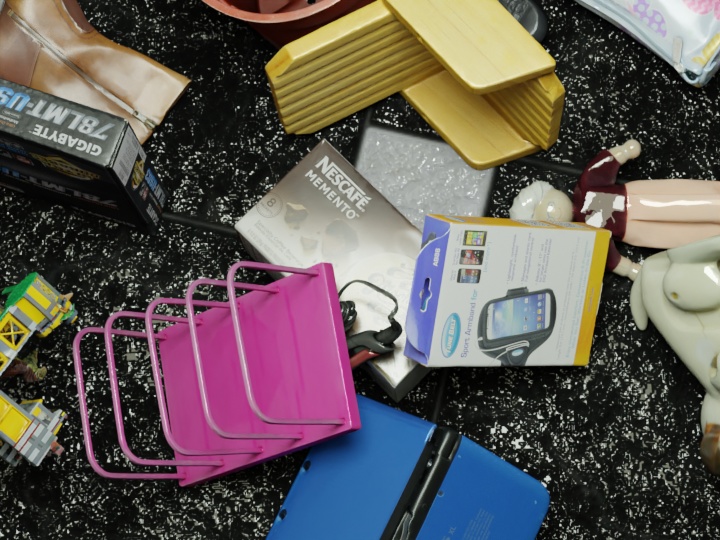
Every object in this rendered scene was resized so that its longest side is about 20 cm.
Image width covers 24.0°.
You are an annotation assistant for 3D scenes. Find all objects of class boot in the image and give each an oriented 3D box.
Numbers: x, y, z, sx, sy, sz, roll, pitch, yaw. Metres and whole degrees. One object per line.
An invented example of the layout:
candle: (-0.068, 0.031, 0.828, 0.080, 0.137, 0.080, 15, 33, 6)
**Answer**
boot: (-0.240, -0.220, 1.521, 0.199, 0.068, 0.189, 32, 80, -1)

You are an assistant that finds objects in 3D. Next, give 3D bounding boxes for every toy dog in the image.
toy dog: (0.308, 0.070, 1.388, 0.193, 0.139, 0.201, -20, 86, 38)

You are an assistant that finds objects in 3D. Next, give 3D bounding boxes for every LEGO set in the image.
LEGO set: (-0.291, 0.093, 1.418, 0.116, 0.199, 0.154, 43, 56, -20)

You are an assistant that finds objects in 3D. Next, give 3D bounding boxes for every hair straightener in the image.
hair straightener: (-0.042, 0.063, 1.405, 0.200, 0.041, 0.077, -32, 89, 38)

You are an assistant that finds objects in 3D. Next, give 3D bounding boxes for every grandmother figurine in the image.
grandmother figurine: (0.229, -0.053, 1.472, 0.198, 0.061, 0.122, -1, 79, 3)

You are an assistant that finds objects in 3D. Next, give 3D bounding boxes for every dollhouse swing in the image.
dollhouse swing: (0.046, -0.139, 1.433, 0.176, 0.200, 0.182, -40, 76, -8)

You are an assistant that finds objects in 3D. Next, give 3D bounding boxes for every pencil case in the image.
pencil case: (0.250, -0.248, 1.511, 0.200, 0.083, 0.091, 38, 79, 12)

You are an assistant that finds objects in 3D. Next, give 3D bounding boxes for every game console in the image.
game console: (0.030, 0.227, 1.390, 0.170, 0.118, 0.201, 32, 77, -21)

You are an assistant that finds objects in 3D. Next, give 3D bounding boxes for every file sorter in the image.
file sorter: (-0.123, 0.084, 1.373, 0.199, 0.125, 0.140, -22, 71, 36)

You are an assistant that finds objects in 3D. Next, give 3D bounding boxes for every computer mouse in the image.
computer mouse: (0.084, -0.257, 1.555, 0.199, 0.034, 0.059, 33, 94, 16)

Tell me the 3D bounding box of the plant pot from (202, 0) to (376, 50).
plant pot: (-0.045, -0.278, 1.470, 0.199, 0.195, 0.202, -3, 78, 12)

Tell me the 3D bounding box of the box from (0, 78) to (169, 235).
box: (-0.276, -0.104, 1.445, 0.199, 0.199, 0.050, 18, 75, 8)

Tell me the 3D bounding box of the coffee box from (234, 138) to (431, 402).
coffee box: (0.000, 0.000, 1.461, 0.113, 0.080, 0.200, -43, 77, -8)

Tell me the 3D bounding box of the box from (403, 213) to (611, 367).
box: (0.113, 0.018, 1.393, 0.199, 0.041, 0.120, 3, 101, -34)
